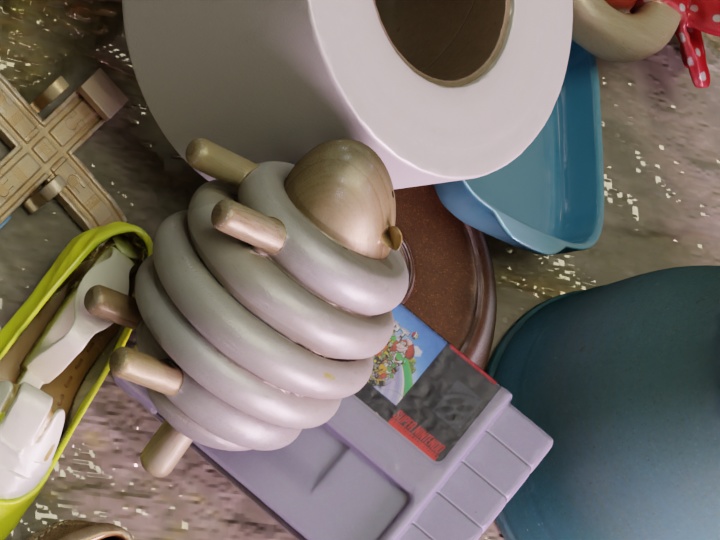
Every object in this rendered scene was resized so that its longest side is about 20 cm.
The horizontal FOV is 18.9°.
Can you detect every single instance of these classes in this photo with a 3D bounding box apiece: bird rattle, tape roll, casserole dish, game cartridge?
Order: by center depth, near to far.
[{"bbox_3d":[-0.005,-0.140,1.116,0.202,0.138,0.205,6,81,-44],"label":"tape roll"},{"bbox_3d":[-0.013,0.070,1.117,0.200,0.038,0.130,39,77,7],"label":"game cartridge"},{"bbox_3d":[0.086,-0.092,1.266,0.120,0.039,0.202,23,51,-31],"label":"casserole dish"},{"bbox_3d":[0.152,-0.189,1.323,0.163,0.112,0.201,-44,110,-46],"label":"bird rattle"}]

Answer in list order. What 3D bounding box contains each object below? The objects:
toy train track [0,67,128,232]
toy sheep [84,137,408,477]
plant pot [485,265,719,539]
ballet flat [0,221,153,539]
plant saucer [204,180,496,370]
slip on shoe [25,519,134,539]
[{"bbox_3d":[-0.184,-0.038,1.101,0.115,0.032,0.200,48,57,-10],"label":"toy train track"},{"bbox_3d":[-0.052,0.019,1.042,0.137,0.200,0.138,33,23,-16],"label":"toy sheep"},{"bbox_3d":[0.197,0.086,1.206,0.198,0.188,0.202,10,70,-29],"label":"plant pot"},{"bbox_3d":[-0.158,0.054,1.062,0.067,0.067,0.201,38,61,-15],"label":"ballet flat"},{"bbox_3d":[0.000,0.000,1.206,0.199,0.032,0.202,11,68,-29],"label":"plant saucer"},{"bbox_3d":[-0.179,0.187,1.012,0.200,0.060,0.076,-37,95,-35],"label":"slip on shoe"}]
